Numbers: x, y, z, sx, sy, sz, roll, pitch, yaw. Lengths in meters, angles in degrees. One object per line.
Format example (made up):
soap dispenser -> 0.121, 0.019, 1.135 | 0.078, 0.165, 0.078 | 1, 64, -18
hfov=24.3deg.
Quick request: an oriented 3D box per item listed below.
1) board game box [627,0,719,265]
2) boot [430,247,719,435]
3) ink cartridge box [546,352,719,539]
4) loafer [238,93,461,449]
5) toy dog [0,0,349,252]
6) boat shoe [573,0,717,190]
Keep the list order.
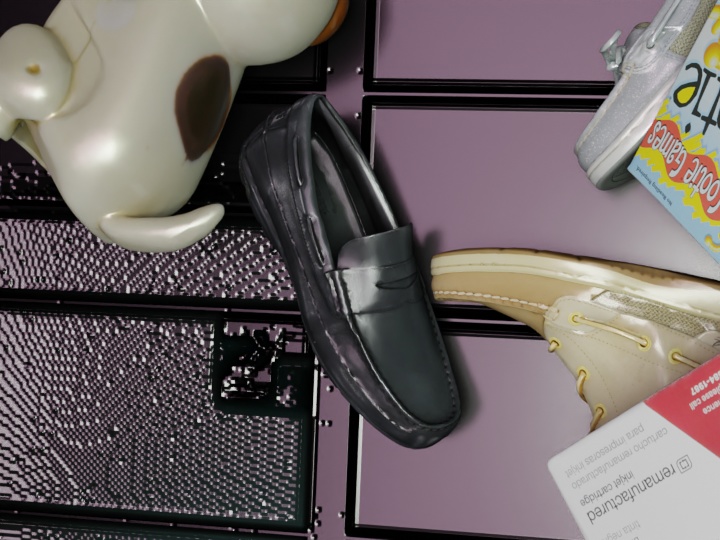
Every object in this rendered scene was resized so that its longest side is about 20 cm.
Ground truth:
board game box -> 0.231, -0.098, 0.784 | 0.105, 0.103, 0.200 | 55, 129, 47
boot -> 0.123, 0.072, 0.876 | 0.200, 0.073, 0.156 | 11, 93, 10
ink cartridge box -> 0.196, 0.136, 0.739 | 0.144, 0.084, 0.200 | -40, 72, 41
loafer -> 0.000, 0.000, 0.899 | 0.070, 0.068, 0.201 | -37, 76, 47
toy dog -> -0.102, -0.125, 0.889 | 0.200, 0.140, 0.194 | -44, 49, -2
boat shoe -> 0.171, -0.132, 0.868 | 0.065, 0.074, 0.202 | 36, 93, 18
